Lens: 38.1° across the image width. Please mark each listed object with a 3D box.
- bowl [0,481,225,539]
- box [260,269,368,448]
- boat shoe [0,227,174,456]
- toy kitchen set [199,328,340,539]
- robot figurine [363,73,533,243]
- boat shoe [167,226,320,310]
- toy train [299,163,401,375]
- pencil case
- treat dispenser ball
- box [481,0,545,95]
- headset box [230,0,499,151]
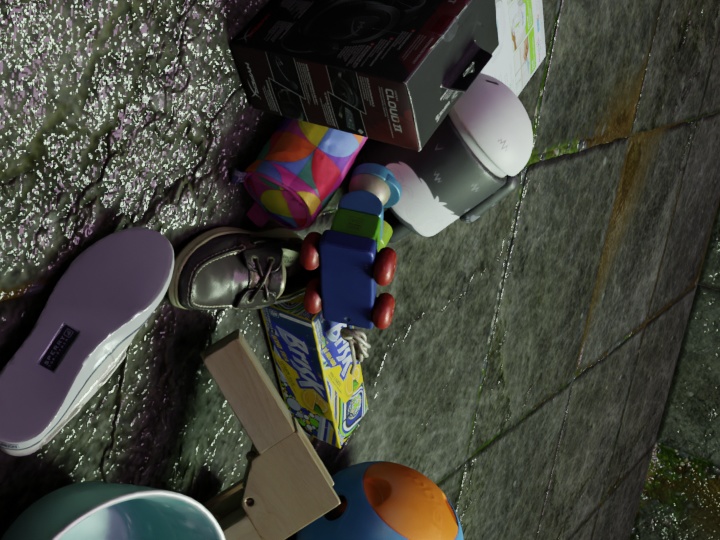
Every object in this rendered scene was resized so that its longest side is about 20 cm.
[{"bbox_3d":[-0.214,0.250,0.825,0.200,0.105,0.203,-17,115,-39],"label":"bowl"},{"bbox_3d":[-0.046,0.093,1.099,0.064,0.070,0.201,-51,147,-36],"label":"box"},{"bbox_3d":[-0.211,0.055,0.797,0.201,0.070,0.070,-60,178,-27],"label":"boat shoe"},{"bbox_3d":[-0.152,0.183,0.986,0.199,0.181,0.163,-32,-174,-5],"label":"toy kitchen set"},{"bbox_3d":[0.083,-0.117,1.083,0.199,0.125,0.150,-36,166,21],"label":"robot figurine"},{"bbox_3d":[-0.095,-0.001,0.958,0.199,0.064,0.074,-20,123,-57],"label":"boat shoe"},{"bbox_3d":[0.000,0.000,1.000,0.201,0.084,0.116,90,15,-54],"label":"toy train"},{"bbox_3d":[-0.035,-0.130,0.975,0.201,0.088,0.089,-56,149,-23],"label":"pencil case"},{"bbox_3d":[0.022,0.327,1.227,0.201,0.199,0.203,-39,138,-45],"label":"treat dispenser ball"},{"bbox_3d":[0.126,-0.271,1.158,0.177,0.096,0.201,-54,148,-28],"label":"box"},{"bbox_3d":[0.014,-0.193,0.895,0.149,0.199,0.078,-54,147,-29],"label":"headset box"}]
